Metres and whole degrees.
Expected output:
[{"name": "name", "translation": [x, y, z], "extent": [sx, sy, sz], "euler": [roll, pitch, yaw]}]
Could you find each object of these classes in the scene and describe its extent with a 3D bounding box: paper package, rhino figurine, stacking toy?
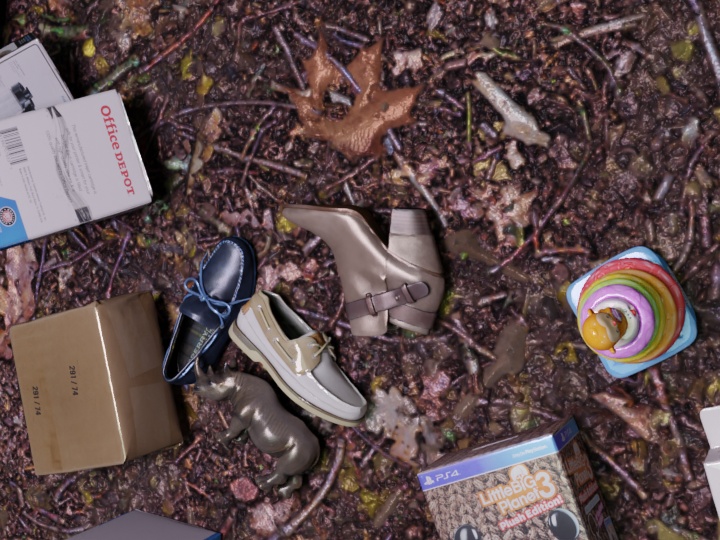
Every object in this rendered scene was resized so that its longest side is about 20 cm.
[{"name": "paper package", "translation": [-0.337, 0.144, 1.287], "extent": [0.190, 0.103, 0.201], "euler": [-14, 88, 35]}, {"name": "rhino figurine", "translation": [-0.129, 0.176, 1.221], "extent": [0.200, 0.060, 0.087], "euler": [46, 104, 7]}, {"name": "stacking toy", "translation": [0.246, 0.046, 0.972], "extent": [0.109, 0.200, 0.117], "euler": [-32, 80, 23]}]

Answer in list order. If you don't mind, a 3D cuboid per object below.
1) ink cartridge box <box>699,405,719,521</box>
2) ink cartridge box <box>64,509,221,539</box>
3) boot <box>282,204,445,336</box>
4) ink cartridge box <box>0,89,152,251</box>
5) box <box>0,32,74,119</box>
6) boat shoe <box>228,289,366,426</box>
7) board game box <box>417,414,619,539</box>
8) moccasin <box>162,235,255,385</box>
[{"name": "ink cartridge box", "translation": [0.407, 0.225, 0.984], "extent": [0.116, 0.067, 0.201], "euler": [-18, 86, 24]}, {"name": "ink cartridge box", "translation": [-0.276, 0.428, 1.266], "extent": [0.144, 0.147, 0.202], "euler": [8, 97, 23]}, {"name": "boot", "translation": [0.000, 0.000, 1.155], "extent": [0.199, 0.070, 0.147], "euler": [5, 98, 24]}, {"name": "ink cartridge box", "translation": [-0.372, -0.120, 1.242], "extent": [0.199, 0.084, 0.146], "euler": [-18, 94, -17]}, {"name": "box", "translation": [-0.465, -0.198, 1.278], "extent": [0.199, 0.060, 0.117], "euler": [-33, 119, -10]}, {"name": "boat shoe", "translation": [-0.067, 0.101, 1.188], "extent": [0.200, 0.075, 0.069], "euler": [37, 110, 16]}, {"name": "board game box", "translation": [0.177, 0.278, 1.077], "extent": [0.159, 0.097, 0.201], "euler": [-22, 85, 24]}, {"name": "moccasin", "translation": [-0.184, 0.056, 1.241], "extent": [0.080, 0.068, 0.201], "euler": [24, 103, 21]}]
